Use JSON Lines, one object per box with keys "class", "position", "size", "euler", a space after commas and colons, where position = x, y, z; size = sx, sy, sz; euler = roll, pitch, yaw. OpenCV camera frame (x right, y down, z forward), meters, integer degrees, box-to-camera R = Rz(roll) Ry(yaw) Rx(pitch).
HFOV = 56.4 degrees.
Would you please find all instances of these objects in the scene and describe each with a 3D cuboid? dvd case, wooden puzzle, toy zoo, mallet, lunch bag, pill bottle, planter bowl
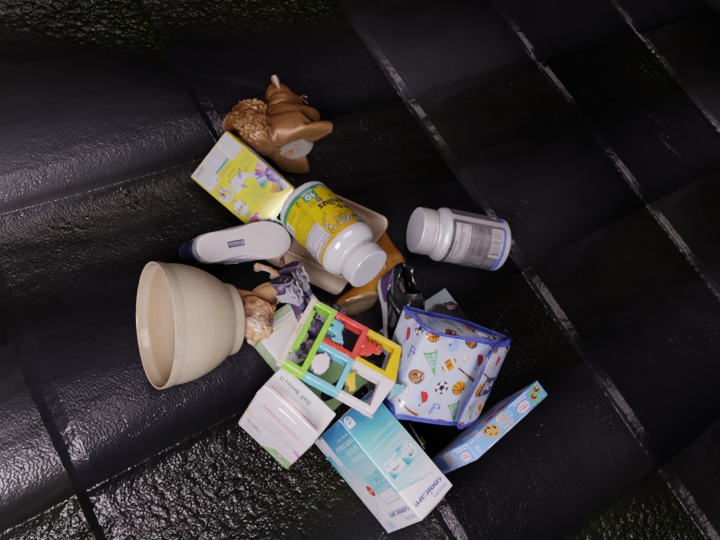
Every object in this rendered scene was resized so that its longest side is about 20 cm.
{"class": "dvd case", "position": [0.137, 0.135, 1.282], "size": [0.199, 0.022, 0.146], "euler": [-29, 77, -33]}
{"class": "wooden puzzle", "position": [-0.068, -0.060, 1.322], "size": [0.184, 0.037, 0.200], "euler": [25, 59, 17]}
{"class": "toy zoo", "position": [-0.018, 0.143, 1.064], "size": [0.199, 0.020, 0.132], "euler": [29, 54, -3]}
{"class": "mallet", "position": [0.075, 0.236, 1.244], "size": [0.066, 0.041, 0.201], "euler": [-29, 84, -48]}
{"class": "lunch bag", "position": [0.150, 0.171, 1.144], "size": [0.199, 0.171, 0.124], "euler": [15, 15, -26]}
{"class": "pill bottle", "position": [-0.048, -0.065, 1.235], "size": [0.112, 0.113, 0.200], "euler": [-27, 58, -32]}
{"class": "pill bottle", "position": [0.205, -0.070, 1.419], "size": [0.199, 0.114, 0.114], "euler": [10, 59, -17]}
{"class": "planter bowl", "position": [-0.272, 0.083, 1.098], "size": [0.134, 0.200, 0.201], "euler": [-3, 63, -35]}

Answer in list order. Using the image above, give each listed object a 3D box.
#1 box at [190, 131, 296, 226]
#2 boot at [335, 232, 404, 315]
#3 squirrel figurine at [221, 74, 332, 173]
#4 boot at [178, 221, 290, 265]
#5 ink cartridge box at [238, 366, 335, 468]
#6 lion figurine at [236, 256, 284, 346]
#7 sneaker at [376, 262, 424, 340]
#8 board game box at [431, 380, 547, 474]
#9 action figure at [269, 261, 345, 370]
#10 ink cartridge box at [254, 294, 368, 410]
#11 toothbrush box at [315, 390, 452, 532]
{"class": "box", "position": [-0.214, -0.161, 1.302], "size": [0.200, 0.048, 0.117], "euler": [41, 96, 5]}
{"class": "boot", "position": [0.001, -0.001, 1.332], "size": [0.200, 0.071, 0.144], "euler": [-20, 65, -33]}
{"class": "squirrel figurine", "position": [-0.181, -0.316, 1.390], "size": [0.199, 0.142, 0.188], "euler": [-4, 57, -27]}
{"class": "boot", "position": [-0.233, -0.049, 1.245], "size": [0.199, 0.090, 0.073], "euler": [-6, 90, -40]}
{"class": "ink cartridge box", "position": [-0.115, 0.230, 1.066], "size": [0.117, 0.200, 0.067], "euler": [42, 55, 4]}
{"class": "lion figurine", "position": [-0.160, 0.043, 1.187], "size": [0.122, 0.073, 0.200], "euler": [17, 46, 31]}
{"class": "sneaker", "position": [0.084, 0.082, 1.220], "size": [0.075, 0.088, 0.201], "euler": [-5, 67, -26]}
{"class": "board game box", "position": [0.226, 0.285, 1.205], "size": [0.199, 0.151, 0.037], "euler": [-29, 77, -32]}
{"class": "action figure", "position": [-0.084, 0.086, 1.154], "size": [0.201, 0.069, 0.130], "euler": [62, 37, -24]}
{"class": "ink cartridge box", "position": [-0.088, 0.152, 1.216], "size": [0.145, 0.048, 0.200], "euler": [-34, 76, -34]}
{"class": "toothbrush box", "position": [0.033, 0.319, 1.111], "size": [0.085, 0.147, 0.200], "euler": [-37, 81, -33]}
